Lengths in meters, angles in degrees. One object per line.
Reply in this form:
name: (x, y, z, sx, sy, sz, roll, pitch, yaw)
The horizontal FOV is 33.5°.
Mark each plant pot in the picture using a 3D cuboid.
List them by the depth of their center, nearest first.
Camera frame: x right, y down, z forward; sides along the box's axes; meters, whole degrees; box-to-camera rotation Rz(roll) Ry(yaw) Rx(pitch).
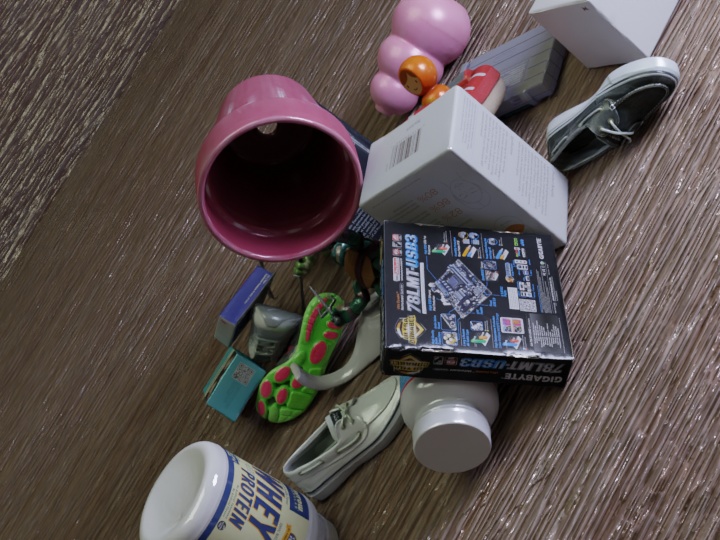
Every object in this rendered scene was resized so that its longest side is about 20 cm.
plant pot: (-0.106, -0.142, 1.458, 0.200, 0.200, 0.179, -44, 33, 21)

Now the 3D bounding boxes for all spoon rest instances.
spoon rest: (0.003, 0.089, 1.574, 0.200, 0.061, 0.099, -38, 30, 4)

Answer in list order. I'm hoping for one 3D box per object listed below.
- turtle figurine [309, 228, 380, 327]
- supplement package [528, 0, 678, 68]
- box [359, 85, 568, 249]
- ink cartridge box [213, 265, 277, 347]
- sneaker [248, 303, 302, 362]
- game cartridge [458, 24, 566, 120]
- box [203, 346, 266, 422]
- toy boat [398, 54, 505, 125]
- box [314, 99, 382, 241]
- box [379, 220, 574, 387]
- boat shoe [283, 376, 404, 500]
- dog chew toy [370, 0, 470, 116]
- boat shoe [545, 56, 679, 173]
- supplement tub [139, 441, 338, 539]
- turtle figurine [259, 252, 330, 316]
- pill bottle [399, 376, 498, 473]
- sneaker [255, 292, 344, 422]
turtle figurine: (0.000, 0.000, 1.517, 0.100, 0.150, 0.200, -35, 35, -25)
supplement package: (0.324, -0.372, 1.486, 0.120, 0.121, 0.201, 7, 65, 60)
box: (0.124, -0.091, 1.405, 0.152, 0.200, 0.107, -30, 37, 38)
ink cartridge box: (-0.169, 0.050, 1.743, 0.095, 0.037, 0.200, -54, 2, -17)
sneaker: (-0.127, 0.093, 1.717, 0.200, 0.070, 0.081, 119, 168, -82)
game cartridge: (0.202, -0.264, 1.661, 0.199, 0.038, 0.130, -19, 48, 49)
box: (-0.184, 0.160, 1.717, 0.083, 0.049, 0.200, -58, 7, -5)
toy boat: (0.099, -0.222, 1.554, 0.130, 0.131, 0.200, -37, 11, 33)
box: (-0.009, -0.118, 1.655, 0.124, 0.196, 0.200, -51, 27, 7)
box: (0.119, 0.033, 1.296, 0.201, 0.197, 0.050, -91, 5, -47)
boat shoe: (-0.014, 0.196, 1.452, 0.200, 0.067, 0.074, -50, 28, 9)
dog chew toy: (0.083, -0.329, 1.838, 0.201, 0.124, 0.125, -60, 26, 7)
boat shoe: (0.293, -0.171, 1.385, 0.200, 0.072, 0.071, -38, 39, 50)
supplement tub: (-0.138, 0.303, 1.386, 0.145, 0.200, 0.145, -39, 31, 29)
turtle figurine: (-0.132, -0.031, 1.765, 0.200, 0.193, 0.144, -48, 30, 19)
pill bottle: (0.096, 0.118, 1.316, 0.109, 0.109, 0.201, -38, 32, 30)
sneaker: (-0.074, 0.124, 1.647, 0.201, 0.077, 0.084, -57, -5, 5)
